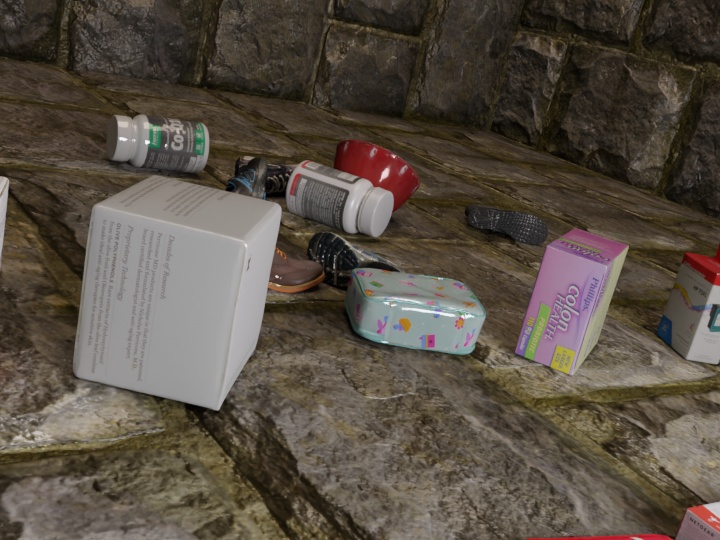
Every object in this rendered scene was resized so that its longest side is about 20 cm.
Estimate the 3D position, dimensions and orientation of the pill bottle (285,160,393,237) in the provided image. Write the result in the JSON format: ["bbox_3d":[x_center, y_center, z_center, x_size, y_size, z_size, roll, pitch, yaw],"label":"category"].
[{"bbox_3d":[-0.042,-0.142,1.789,0.199,0.115,0.114,21,18,21],"label":"pill bottle"}]

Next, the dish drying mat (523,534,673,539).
[{"bbox_3d":[0.235,0.276,0.833,0.198,0.018,0.077,6,19,-24],"label":"dish drying mat"}]

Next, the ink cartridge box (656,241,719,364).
[{"bbox_3d":[0.600,0.046,1.538,0.067,0.202,0.116,10,17,-12],"label":"ink cartridge box"}]

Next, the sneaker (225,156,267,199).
[{"bbox_3d":[-0.232,-0.179,1.789,0.081,0.074,0.200,7,28,-8],"label":"sneaker"}]

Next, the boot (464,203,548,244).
[{"bbox_3d":[0.352,-0.123,2.127,0.199,0.070,0.132,19,12,3],"label":"boot"}]

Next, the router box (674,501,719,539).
[{"bbox_3d":[0.444,0.299,0.868,0.178,0.049,0.200,2,20,-34],"label":"router box"}]

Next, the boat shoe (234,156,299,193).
[{"bbox_3d":[-0.183,-0.192,1.938,0.198,0.075,0.093,9,29,-4],"label":"boat shoe"}]

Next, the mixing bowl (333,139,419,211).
[{"bbox_3d":[0.017,-0.180,1.900,0.199,0.109,0.200,23,-18,8],"label":"mixing bowl"}]

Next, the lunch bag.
[{"bbox_3d":[0.080,0.057,1.312,0.198,0.078,0.160,9,16,-14],"label":"lunch bag"}]

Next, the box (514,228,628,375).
[{"bbox_3d":[0.333,0.043,1.384,0.096,0.177,0.200,20,19,20],"label":"box"}]

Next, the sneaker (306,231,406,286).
[{"bbox_3d":[0.000,0.000,1.470,0.199,0.078,0.086,29,10,23],"label":"sneaker"}]

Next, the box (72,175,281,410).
[{"bbox_3d":[-0.202,0.016,1.010,0.170,0.202,0.199,12,16,2],"label":"box"}]

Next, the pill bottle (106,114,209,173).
[{"bbox_3d":[-0.437,-0.274,1.904,0.199,0.114,0.113,3,20,-31],"label":"pill bottle"}]

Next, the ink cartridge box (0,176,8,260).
[{"bbox_3d":[-0.438,-0.002,0.878,0.144,0.202,0.084,9,17,-17],"label":"ink cartridge box"}]

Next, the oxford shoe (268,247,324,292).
[{"bbox_3d":[-0.136,-0.011,1.366,0.199,0.073,0.071,0,21,-38],"label":"oxford shoe"}]
